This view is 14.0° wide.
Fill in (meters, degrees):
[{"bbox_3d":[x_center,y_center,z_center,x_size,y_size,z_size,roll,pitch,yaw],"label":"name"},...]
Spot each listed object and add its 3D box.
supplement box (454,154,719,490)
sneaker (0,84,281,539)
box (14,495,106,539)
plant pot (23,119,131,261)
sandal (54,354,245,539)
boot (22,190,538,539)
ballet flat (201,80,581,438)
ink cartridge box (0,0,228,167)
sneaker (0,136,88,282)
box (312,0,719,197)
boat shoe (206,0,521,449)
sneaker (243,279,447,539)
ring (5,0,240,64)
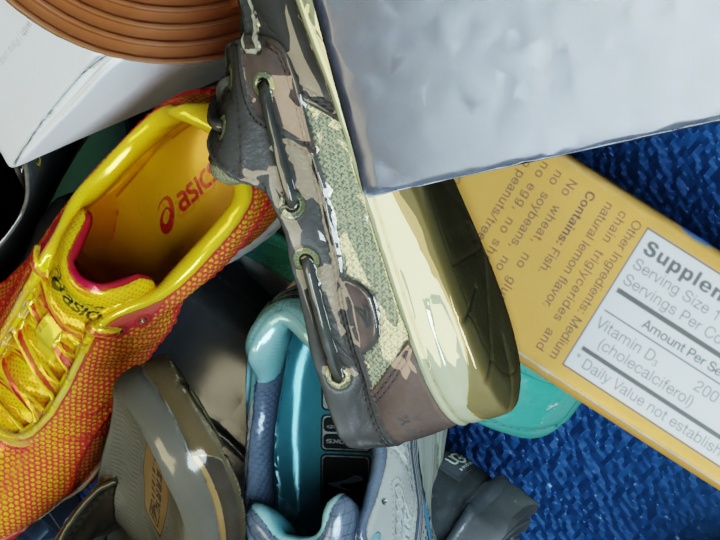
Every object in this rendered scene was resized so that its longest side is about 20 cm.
[{"bbox_3d":[0.070,0.003,0.928,0.200,0.067,0.069,35,95,14],"label":"supplement box"},{"bbox_3d":[-0.098,0.014,0.981,0.073,0.077,0.200,41,109,14],"label":"sneaker"},{"bbox_3d":[-0.225,0.134,1.234,0.149,0.200,0.107,53,137,10],"label":"box"},{"bbox_3d":[-0.214,-0.035,1.147,0.161,0.200,0.201,4,113,58],"label":"plant pot"},{"bbox_3d":[-0.074,0.109,0.960,0.082,0.054,0.200,53,154,30],"label":"sandal"},{"bbox_3d":[-0.058,0.086,1.041,0.200,0.066,0.165,36,106,13],"label":"boot"},{"bbox_3d":[0.000,0.000,1.034,0.200,0.067,0.071,33,129,30],"label":"ballet flat"},{"bbox_3d":[-0.104,-0.155,1.001,0.200,0.147,0.086,58,141,7],"label":"ink cartridge box"},{"bbox_3d":[-0.119,-0.073,1.038,0.075,0.201,0.106,19,172,-7],"label":"sneaker"},{"bbox_3d":[0.039,-0.145,0.801,0.123,0.200,0.199,-13,103,9],"label":"box"},{"bbox_3d":[-0.016,-0.041,0.882,0.066,0.072,0.201,-23,88,13],"label":"boat shoe"},{"bbox_3d":[-0.008,0.099,0.943,0.077,0.086,0.201,-10,88,19],"label":"sneaker"},{"bbox_3d":[-0.052,-0.163,0.904,0.019,0.200,0.201,16,122,54],"label":"ring"}]
